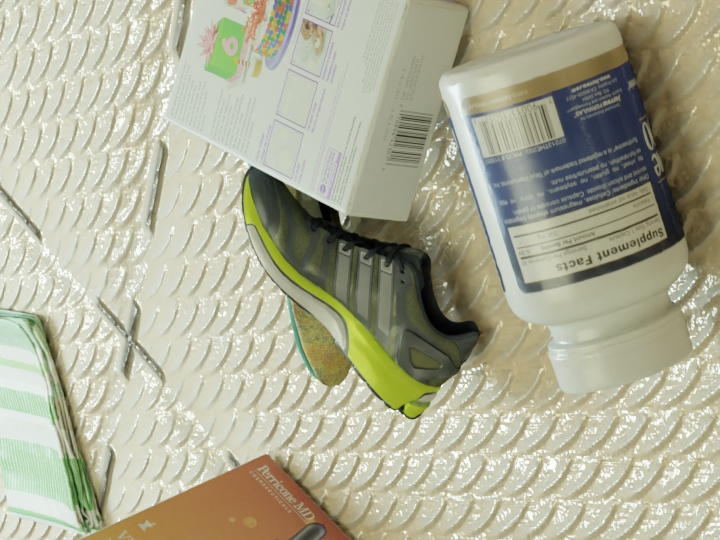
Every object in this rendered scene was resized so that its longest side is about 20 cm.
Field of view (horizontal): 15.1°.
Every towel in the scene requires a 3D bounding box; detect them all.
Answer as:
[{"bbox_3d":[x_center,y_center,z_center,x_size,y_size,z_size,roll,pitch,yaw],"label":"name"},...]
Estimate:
[{"bbox_3d":[-0.295,0.130,2.373,0.152,0.023,0.200,4,113,55],"label":"towel"}]

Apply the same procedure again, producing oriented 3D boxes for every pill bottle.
[{"bbox_3d":[0.126,-0.036,1.575,0.111,0.111,0.200,-7,104,57],"label":"pill bottle"}]

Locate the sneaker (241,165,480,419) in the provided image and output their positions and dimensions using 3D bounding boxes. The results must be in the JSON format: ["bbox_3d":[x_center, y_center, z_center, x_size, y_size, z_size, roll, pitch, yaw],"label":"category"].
[{"bbox_3d":[0.000,0.000,1.792,0.081,0.074,0.200,-40,99,17],"label":"sneaker"}]

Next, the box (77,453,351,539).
[{"bbox_3d":[-0.109,0.252,2.012,0.152,0.200,0.106,42,142,33],"label":"box"}]

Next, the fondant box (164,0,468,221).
[{"bbox_3d":[-0.032,-0.133,1.749,0.200,0.058,0.144,28,107,43],"label":"fondant box"}]

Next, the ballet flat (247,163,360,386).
[{"bbox_3d":[-0.025,-0.014,1.859,0.071,0.071,0.200,5,115,54],"label":"ballet flat"}]
